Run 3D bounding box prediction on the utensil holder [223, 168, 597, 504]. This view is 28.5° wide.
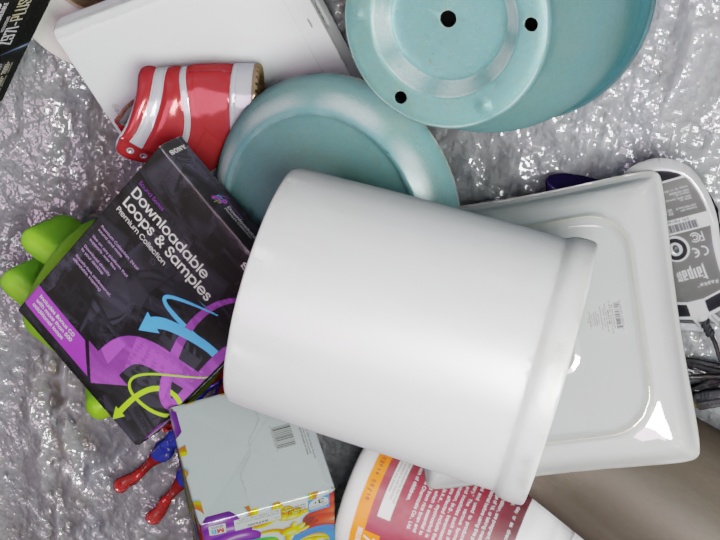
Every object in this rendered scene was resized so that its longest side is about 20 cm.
[{"bbox_3d":[0.032,0.036,0.897,0.199,0.170,0.171,17,114,6],"label":"utensil holder"}]

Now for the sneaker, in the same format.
[{"bbox_3d":[-0.131,-0.072,1.101,0.112,0.071,0.201,4,124,1],"label":"sneaker"}]

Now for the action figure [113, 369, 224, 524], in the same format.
[{"bbox_3d":[-0.137,0.141,1.219,0.065,0.052,0.200,45,115,6],"label":"action figure"}]

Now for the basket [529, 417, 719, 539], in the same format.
[{"bbox_3d":[0.224,0.166,1.027,0.199,0.180,0.137,33,99,18],"label":"basket"}]

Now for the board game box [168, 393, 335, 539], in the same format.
[{"bbox_3d":[-0.081,0.189,1.112,0.102,0.105,0.201,-14,144,-10],"label":"board game box"}]

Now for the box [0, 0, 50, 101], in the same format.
[{"bbox_3d":[-0.320,-0.248,1.096,0.164,0.086,0.200,52,130,14],"label":"box"}]

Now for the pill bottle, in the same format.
[{"bbox_3d":[0.088,0.206,1.113,0.199,0.113,0.114,20,114,15],"label":"pill bottle"}]

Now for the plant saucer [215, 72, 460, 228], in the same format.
[{"bbox_3d":[-0.024,-0.038,1.007,0.199,0.027,0.202,9,110,25],"label":"plant saucer"}]

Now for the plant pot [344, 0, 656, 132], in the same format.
[{"bbox_3d":[0.083,-0.180,0.941,0.199,0.188,0.202,7,110,19],"label":"plant pot"}]

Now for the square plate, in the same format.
[{"bbox_3d":[0.124,0.043,0.991,0.197,0.028,0.202,-9,83,21],"label":"square plate"}]

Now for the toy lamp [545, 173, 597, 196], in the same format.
[{"bbox_3d":[0.141,0.030,1.064,0.058,0.058,0.201,15,113,16],"label":"toy lamp"}]

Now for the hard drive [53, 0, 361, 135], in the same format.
[{"bbox_3d":[-0.116,-0.166,1.083,0.199,0.026,0.132,-16,126,21],"label":"hard drive"}]

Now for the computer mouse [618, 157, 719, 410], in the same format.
[{"bbox_3d":[0.245,0.006,1.024,0.109,0.044,0.201,-13,108,30],"label":"computer mouse"}]

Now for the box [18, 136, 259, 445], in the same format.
[{"bbox_3d":[-0.150,0.019,1.051,0.143,0.036,0.200,48,119,3],"label":"box"}]

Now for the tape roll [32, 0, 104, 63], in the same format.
[{"bbox_3d":[-0.199,-0.258,1.111,0.201,0.037,0.204,7,110,20],"label":"tape roll"}]

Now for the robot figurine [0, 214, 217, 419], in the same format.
[{"bbox_3d":[-0.193,0.037,1.165,0.199,0.116,0.176,33,108,8],"label":"robot figurine"}]
